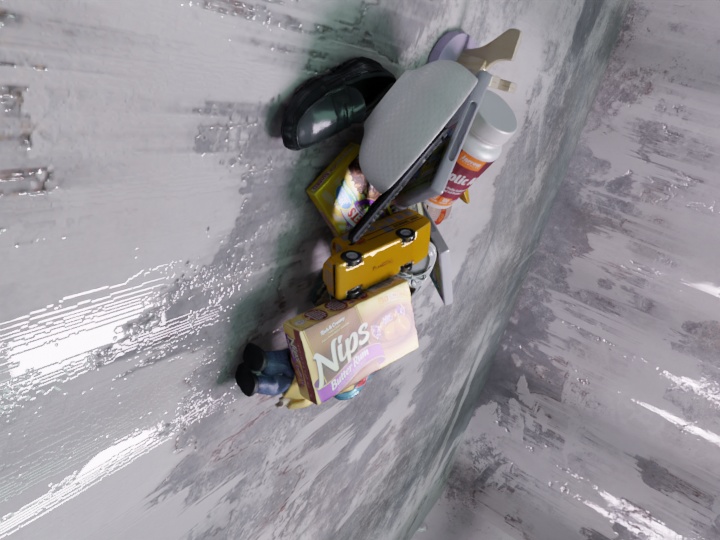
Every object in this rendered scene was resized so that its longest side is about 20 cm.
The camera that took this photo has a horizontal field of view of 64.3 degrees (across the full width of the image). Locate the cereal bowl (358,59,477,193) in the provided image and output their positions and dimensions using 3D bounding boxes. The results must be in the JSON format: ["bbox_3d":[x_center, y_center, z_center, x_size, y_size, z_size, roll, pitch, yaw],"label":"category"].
[{"bbox_3d":[0.063,-0.206,0.780,0.201,0.083,0.200,-50,-174,8],"label":"cereal bowl"}]

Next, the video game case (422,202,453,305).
[{"bbox_3d":[0.131,-0.053,1.118,0.023,0.184,0.201,-22,148,-3],"label":"video game case"}]

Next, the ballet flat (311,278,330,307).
[{"bbox_3d":[0.000,0.000,0.992,0.200,0.074,0.069,-48,154,-34],"label":"ballet flat"}]

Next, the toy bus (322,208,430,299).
[{"bbox_3d":[0.023,-0.029,0.874,0.198,0.078,0.066,-24,132,-33],"label":"toy bus"}]

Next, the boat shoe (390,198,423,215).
[{"bbox_3d":[0.070,-0.124,1.014,0.065,0.071,0.205,-11,111,-28],"label":"boat shoe"}]

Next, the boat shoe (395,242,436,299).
[{"bbox_3d":[0.067,0.031,1.023,0.203,0.074,0.065,-51,-166,27],"label":"boat shoe"}]

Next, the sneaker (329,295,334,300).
[{"bbox_3d":[-0.047,0.092,0.944,0.199,0.071,0.108,-35,140,12],"label":"sneaker"}]

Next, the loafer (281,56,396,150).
[{"bbox_3d":[-0.025,-0.215,0.735,0.201,0.070,0.069,-48,148,-35],"label":"loafer"}]

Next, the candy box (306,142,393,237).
[{"bbox_3d":[-0.004,-0.089,0.889,0.102,0.026,0.201,-47,139,-12],"label":"candy box"}]

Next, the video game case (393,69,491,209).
[{"bbox_3d":[0.119,-0.189,0.877,0.185,0.022,0.200,-66,-169,-5],"label":"video game case"}]

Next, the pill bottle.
[{"bbox_3d":[0.175,-0.210,1.006,0.114,0.114,0.200,-41,175,-43],"label":"pill bottle"}]

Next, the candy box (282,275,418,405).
[{"bbox_3d":[-0.009,0.097,0.851,0.198,0.056,0.119,-23,112,-32],"label":"candy box"}]

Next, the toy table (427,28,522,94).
[{"bbox_3d":[0.210,-0.353,1.048,0.199,0.116,0.187,-36,143,-50],"label":"toy table"}]

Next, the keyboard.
[{"bbox_3d":[0.052,-0.119,0.813,0.200,0.021,0.127,-48,-173,9],"label":"keyboard"}]

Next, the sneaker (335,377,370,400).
[{"bbox_3d":[0.009,0.169,1.172,0.201,0.078,0.096,-50,150,-32],"label":"sneaker"}]

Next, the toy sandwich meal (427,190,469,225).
[{"bbox_3d":[0.198,-0.181,1.242,0.205,0.069,0.207,-47,150,-36],"label":"toy sandwich meal"}]

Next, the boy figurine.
[{"bbox_3d":[-0.087,0.153,0.881,0.198,0.064,0.126,11,102,-43],"label":"boy figurine"}]
